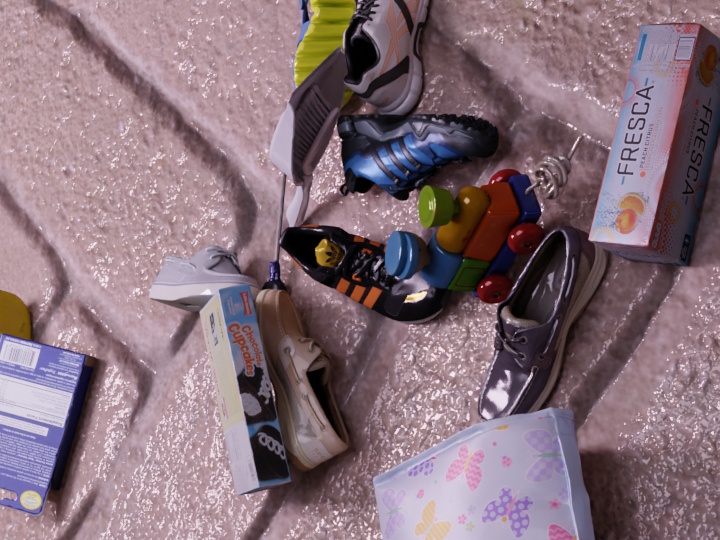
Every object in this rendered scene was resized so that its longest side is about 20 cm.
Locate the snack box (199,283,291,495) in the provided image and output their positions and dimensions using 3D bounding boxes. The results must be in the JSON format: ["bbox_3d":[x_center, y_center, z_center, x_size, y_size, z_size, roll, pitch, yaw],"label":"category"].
[{"bbox_3d":[-0.118,0.123,1.459,0.116,0.037,0.200,143,116,-70],"label":"snack box"}]

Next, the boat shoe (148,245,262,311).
[{"bbox_3d":[-0.170,0.006,1.590,0.201,0.070,0.072,0,73,54],"label":"boat shoe"}]

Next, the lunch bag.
[{"bbox_3d":[0.119,0.227,1.214,0.200,0.127,0.170,-37,50,40],"label":"lunch bag"}]

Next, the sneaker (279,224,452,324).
[{"bbox_3d":[0.000,0.000,1.428,0.200,0.090,0.070,19,89,45],"label":"sneaker"}]

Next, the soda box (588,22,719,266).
[{"bbox_3d":[0.260,-0.108,1.239,0.064,0.068,0.200,9,81,45],"label":"soda box"}]

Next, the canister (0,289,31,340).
[{"bbox_3d":[-0.519,0.125,1.875,0.200,0.087,0.149,-28,58,32],"label":"canister"}]

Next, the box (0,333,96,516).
[{"bbox_3d":[-0.405,0.187,1.747,0.121,0.032,0.200,13,82,16],"label":"box"}]

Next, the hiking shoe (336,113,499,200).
[{"bbox_3d":[0.060,-0.113,1.440,0.200,0.074,0.087,6,99,47],"label":"hiking shoe"}]

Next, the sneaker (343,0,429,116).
[{"bbox_3d":[0.023,-0.262,1.510,0.074,0.080,0.200,-19,61,39],"label":"sneaker"}]

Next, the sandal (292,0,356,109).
[{"bbox_3d":[-0.036,-0.263,1.581,0.087,0.079,0.200,160,117,-80],"label":"sandal"}]

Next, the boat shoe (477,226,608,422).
[{"bbox_3d":[0.150,0.050,1.287,0.072,0.065,0.200,34,99,45],"label":"boat shoe"}]

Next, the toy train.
[{"bbox_3d":[0.105,-0.058,1.290,0.200,0.116,0.085,117,148,-43],"label":"toy train"}]

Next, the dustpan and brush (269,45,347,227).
[{"bbox_3d":[-0.058,-0.121,1.511,0.057,0.140,0.200,32,129,4],"label":"dustpan and brush"}]

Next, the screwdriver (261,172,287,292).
[{"bbox_3d":[-0.093,-0.025,1.566,0.029,0.028,0.200,-11,70,31],"label":"screwdriver"}]

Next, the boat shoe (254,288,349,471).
[{"bbox_3d":[-0.057,0.102,1.465,0.065,0.072,0.200,-27,59,21],"label":"boat shoe"}]
